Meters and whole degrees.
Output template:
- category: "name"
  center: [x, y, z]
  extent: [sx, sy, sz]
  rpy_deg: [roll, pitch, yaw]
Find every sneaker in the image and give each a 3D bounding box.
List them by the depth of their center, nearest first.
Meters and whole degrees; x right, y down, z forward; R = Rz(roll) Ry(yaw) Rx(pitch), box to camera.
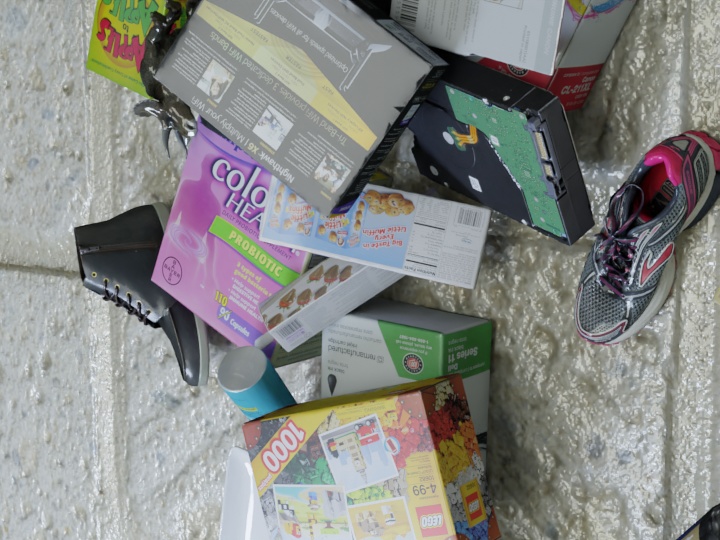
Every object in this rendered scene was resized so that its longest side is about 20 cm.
- category: "sneaker"
  center: [0.223, -0.027, 1.346]
  extent: [0.080, 0.074, 0.201]
  rpy_deg: [37, 120, 28]
- category: "sneaker"
  center: [-0.226, 0.036, 1.692]
  extent: [0.075, 0.105, 0.201]
  rpy_deg: [122, 130, -68]

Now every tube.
- category: "tube"
  center: [-0.076, 0.147, 1.579]
  extent: [0.077, 0.050, 0.200]
  rpy_deg: [25, 158, 37]

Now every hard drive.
- category: "hard drive"
  center: [0.106, -0.113, 1.384]
  extent: [0.200, 0.038, 0.140]
  rpy_deg: [30, 152, 46]

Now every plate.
- category: "plate"
  center: [-0.064, 0.299, 1.667]
  extent: [0.199, 0.032, 0.202]
  rpy_deg: [20, 110, 34]

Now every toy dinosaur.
- category: "toy dinosaur"
  center: [-0.186, -0.207, 1.585]
  extent: [0.103, 0.076, 0.201]
  rpy_deg: [-60, 23, 31]

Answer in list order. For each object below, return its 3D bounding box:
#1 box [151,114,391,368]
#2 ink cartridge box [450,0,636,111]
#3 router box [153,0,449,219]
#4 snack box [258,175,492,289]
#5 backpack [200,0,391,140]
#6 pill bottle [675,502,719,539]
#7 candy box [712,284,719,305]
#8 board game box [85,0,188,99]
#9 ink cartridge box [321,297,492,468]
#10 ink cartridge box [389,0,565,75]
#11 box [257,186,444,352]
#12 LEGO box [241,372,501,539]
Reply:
- category: "box"
  center: [-0.090, -0.039, 1.585]
  extent: [0.176, 0.096, 0.201]
  rpy_deg: [35, 118, 30]
- category: "ink cartridge box"
  center: [0.156, -0.253, 1.354]
  extent: [0.146, 0.083, 0.201]
  rpy_deg: [41, 121, 27]
- category: "router box"
  center: [-0.051, -0.166, 1.357]
  extent: [0.200, 0.052, 0.158]
  rpy_deg: [40, 108, 10]
- category: "snack box"
  center: [0.013, -0.040, 1.448]
  extent: [0.198, 0.024, 0.072]
  rpy_deg: [13, 91, 9]
- category: "backpack"
  center: [-0.055, -0.217, 1.472]
  extent: [0.150, 0.176, 0.202]
  rpy_deg: [-143, 57, -64]
- category: "pill bottle"
  center: [0.294, 0.256, 1.315]
  extent: [0.112, 0.111, 0.200]
  rpy_deg: [52, 126, 19]
- category: "candy box"
  center: [0.364, -0.034, 1.241]
  extent: [0.115, 0.055, 0.201]
  rpy_deg: [36, 118, 29]
- category: "board game box"
  center: [-0.217, -0.288, 1.675]
  extent: [0.101, 0.047, 0.201]
  rpy_deg: [27, 114, 33]
- category: "ink cartridge box"
  center: [0.040, 0.138, 1.519]
  extent: [0.146, 0.083, 0.202]
  rpy_deg: [9, 104, 37]
- category: "ink cartridge box"
  center: [0.110, -0.271, 1.306]
  extent: [0.173, 0.043, 0.202]
  rpy_deg: [21, 111, 36]
- category: "box"
  center: [0.000, 0.000, 1.488]
  extent: [0.199, 0.041, 0.039]
  rpy_deg: [-34, 47, 7]
- category: "LEGO box"
  center: [0.008, 0.185, 1.446]
  extent: [0.199, 0.077, 0.150]
  rpy_deg: [-14, 91, 34]
